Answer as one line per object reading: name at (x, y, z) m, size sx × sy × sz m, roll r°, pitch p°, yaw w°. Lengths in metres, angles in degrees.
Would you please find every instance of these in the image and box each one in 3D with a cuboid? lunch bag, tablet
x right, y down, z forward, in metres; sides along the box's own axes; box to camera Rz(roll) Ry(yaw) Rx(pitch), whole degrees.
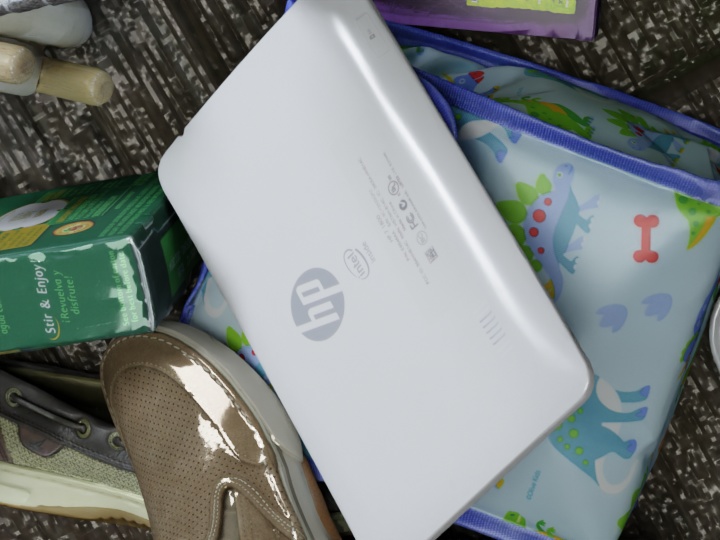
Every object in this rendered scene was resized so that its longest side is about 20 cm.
lunch bag at (0.037, 0.002, 1.107) m, size 0.200 × 0.127 × 0.170 m, roll 22°, pitch 106°, yaw 9°
tablet at (0.000, 0.000, 1.053) m, size 0.130 × 0.014 × 0.200 m, roll -46°, pitch 62°, yaw 32°

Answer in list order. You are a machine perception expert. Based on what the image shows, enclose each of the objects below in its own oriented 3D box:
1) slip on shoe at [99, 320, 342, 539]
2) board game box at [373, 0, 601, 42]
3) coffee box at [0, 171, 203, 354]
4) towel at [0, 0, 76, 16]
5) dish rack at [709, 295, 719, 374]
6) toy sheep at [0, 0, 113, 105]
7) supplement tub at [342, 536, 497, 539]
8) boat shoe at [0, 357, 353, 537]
slip on shoe at (-0.053, 0.104, 1.077) m, size 0.200 × 0.061 × 0.076 m, roll 59°, pitch 135°, yaw 20°
board game box at (0.044, -0.196, 1.113) m, size 0.120 × 0.032 × 0.200 m, roll 6°, pitch 103°, yaw 6°
coffee box at (-0.169, 0.005, 1.148) m, size 0.200 × 0.123 × 0.044 m, roll -9°, pitch 104°, yaw 11°
towel at (-0.052, -0.134, 0.896) m, size 0.200 × 0.166 × 0.086 m, roll -12°, pitch 105°, yaw 14°
dish rack at (0.254, 0.049, 1.096) m, size 0.200 × 0.044 × 0.172 m, roll -23°, pitch 106°, yaw 6°
toy sheep at (-0.156, -0.136, 1.112) m, size 0.138 × 0.138 × 0.200 m, roll 13°, pitch 89°, yaw 7°
supplement tub at (0.026, 0.170, 1.146) m, size 0.199 × 0.123 × 0.123 m, roll 0°, pitch 102°, yaw 11°
boat shoe at (-0.074, 0.072, 1.168) m, size 0.199 × 0.073 × 0.065 m, roll 3°, pitch 105°, yaw 11°
